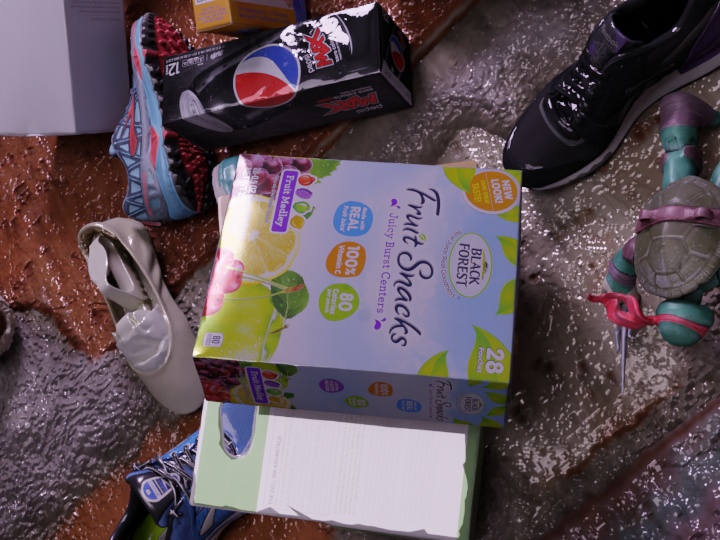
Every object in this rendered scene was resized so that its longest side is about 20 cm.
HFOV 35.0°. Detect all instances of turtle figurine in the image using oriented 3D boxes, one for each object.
[{"bbox_3d":[0.220,-0.019,0.726,0.149,0.101,0.200,6,75,33],"label":"turtle figurine"}]

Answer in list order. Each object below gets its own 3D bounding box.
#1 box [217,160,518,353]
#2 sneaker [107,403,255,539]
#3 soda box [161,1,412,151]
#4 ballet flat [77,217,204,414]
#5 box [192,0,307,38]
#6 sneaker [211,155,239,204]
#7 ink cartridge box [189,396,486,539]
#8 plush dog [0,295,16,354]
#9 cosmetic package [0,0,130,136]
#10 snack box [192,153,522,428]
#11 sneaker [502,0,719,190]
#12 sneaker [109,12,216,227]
[{"bbox_3d":[0.000,0.000,0.823,0.200,0.021,0.164,-8,56,0],"label":"box"},{"bbox_3d":[-0.127,0.167,0.891,0.079,0.089,0.200,41,100,31],"label":"sneaker"},{"bbox_3d":[-0.062,-0.155,0.935,0.200,0.071,0.063,-10,70,23],"label":"soda box"},{"bbox_3d":[-0.193,0.035,0.981,0.069,0.069,0.200,-39,61,17],"label":"ballet flat"},{"bbox_3d":[-0.100,-0.295,0.944,0.041,0.119,0.200,-4,95,29],"label":"box"},{"bbox_3d":[-0.043,-0.024,0.905,0.080,0.071,0.200,-40,68,16],"label":"sneaker"},{"bbox_3d":[-0.011,0.111,0.820,0.200,0.048,0.146,5,80,12],"label":"ink cartridge box"},{"bbox_3d":[-0.454,0.049,1.097,0.172,0.200,0.160,-54,23,-3],"label":"plush dog"},{"bbox_3d":[-0.282,-0.225,1.057,0.113,0.081,0.200,6,104,32],"label":"cosmetic package"},{"bbox_3d":[0.004,0.009,0.763,0.200,0.068,0.169,4,56,5],"label":"snack box"},{"bbox_3d":[0.168,-0.140,0.790,0.200,0.088,0.076,-41,60,17],"label":"sneaker"},{"bbox_3d":[-0.192,-0.135,1.018,0.095,0.079,0.200,-21,67,28],"label":"sneaker"}]
